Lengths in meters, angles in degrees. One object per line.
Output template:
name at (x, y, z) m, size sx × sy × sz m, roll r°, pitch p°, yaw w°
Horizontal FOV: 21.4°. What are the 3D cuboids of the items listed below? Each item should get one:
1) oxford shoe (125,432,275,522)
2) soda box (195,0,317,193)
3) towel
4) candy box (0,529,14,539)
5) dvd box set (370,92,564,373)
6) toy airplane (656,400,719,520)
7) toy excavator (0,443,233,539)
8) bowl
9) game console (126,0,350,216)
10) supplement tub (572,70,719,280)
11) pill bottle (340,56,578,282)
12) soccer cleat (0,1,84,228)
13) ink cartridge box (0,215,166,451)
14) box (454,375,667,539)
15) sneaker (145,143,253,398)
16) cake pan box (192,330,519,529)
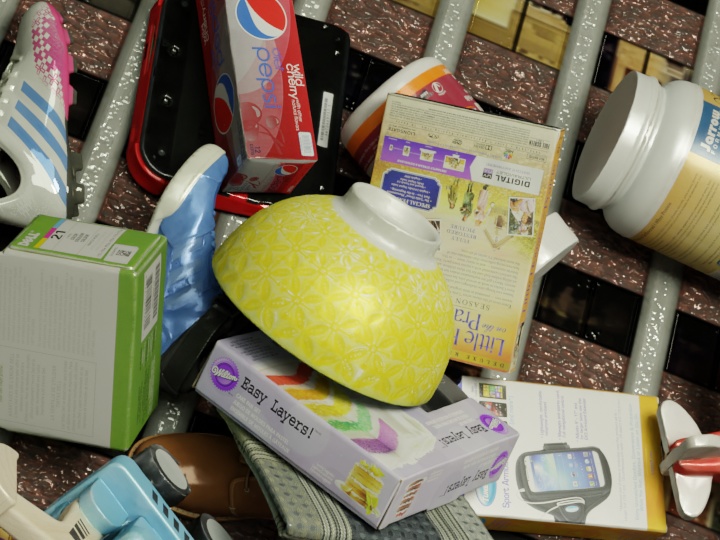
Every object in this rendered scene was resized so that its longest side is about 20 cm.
oxford shoe at (-0.080, 0.157, 1.457) m, size 0.200 × 0.071 × 0.071 m, roll 12°, pitch 65°, yaw -11°
soda box at (-0.088, -0.167, 1.569) m, size 0.063 × 0.070 × 0.200 m, roll 0°, pitch 68°, yaw -23°
towel at (-0.009, 0.154, 1.425) m, size 0.192 × 0.035 × 0.200 m, roll 13°, pitch 25°, yaw -30°
candy box at (-0.269, 0.234, 1.296) m, size 0.056 × 0.200 × 0.117 m, roll 0°, pitch 56°, yaw 31°
dvd box set at (0.073, -0.031, 1.524) m, size 0.146 × 0.029 × 0.200 m, roll 13°, pitch 98°, yaw 16°
toy airplane at (0.342, 0.141, 1.543) m, size 0.200 × 0.141 × 0.199 m, roll 46°, pitch 50°, yaw -6°
toy excavator at (-0.184, 0.184, 1.311) m, size 0.100 × 0.200 × 0.195 m, roll -36°, pitch 95°, yaw 10°
bowl at (0.000, 0.000, 1.427) m, size 0.200 × 0.108 × 0.200 m, roll 31°, pitch 16°, yaw -10°
game console at (-0.101, -0.140, 1.611) m, size 0.177 × 0.031 × 0.200 m, roll 14°, pitch 63°, yaw -17°
supplement tub at (0.299, -0.076, 1.645) m, size 0.200 × 0.145 × 0.145 m, roll 24°, pitch 61°, yaw -7°
pill bottle at (0.084, -0.072, 1.592) m, size 0.110 × 0.110 × 0.200 m, roll -36°, pitch 82°, yaw -28°
soccer cleat at (-0.271, -0.127, 1.520) m, size 0.086 × 0.070 × 0.200 m, roll -1°, pitch 67°, yaw -19°
ink cartridge box at (-0.253, 0.036, 1.404) m, size 0.200 × 0.148 × 0.076 m, roll 10°, pitch 24°, yaw 8°
box at (0.149, 0.154, 1.553) m, size 0.200 × 0.041 × 0.119 m, roll 7°, pitch 65°, yaw -13°
sneaker at (-0.125, 0.005, 1.498) m, size 0.111 × 0.077 × 0.200 m, roll 27°, pitch 70°, yaw 0°
cake pan box at (0.003, 0.107, 1.434) m, size 0.184 × 0.052 × 0.200 m, roll 37°, pitch 23°, yaw 23°
